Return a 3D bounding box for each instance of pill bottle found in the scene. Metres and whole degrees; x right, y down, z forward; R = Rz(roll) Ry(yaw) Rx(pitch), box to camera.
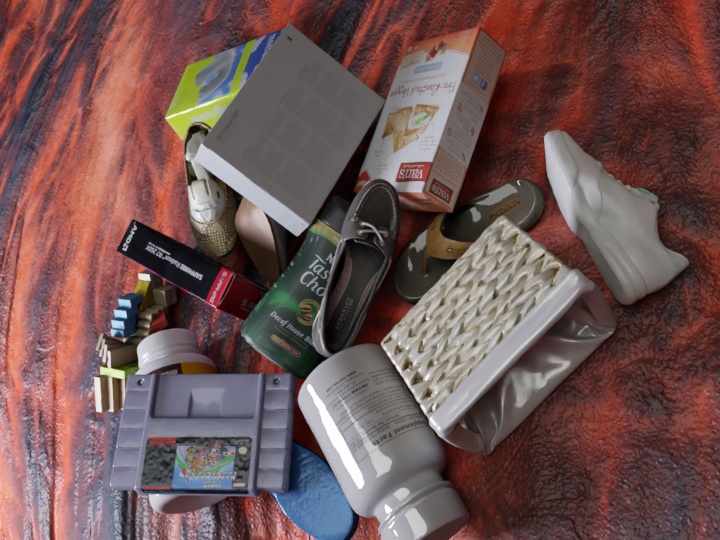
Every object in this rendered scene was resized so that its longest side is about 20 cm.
[{"bbox_3d":[-0.217,0.179,0.905,0.108,0.109,0.204,-28,62,16],"label":"pill bottle"},{"bbox_3d":[0.025,0.188,0.772,0.114,0.114,0.202,-39,60,10],"label":"pill bottle"}]

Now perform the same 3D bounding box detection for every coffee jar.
[{"bbox_3d":[-0.048,0.018,0.875,0.103,0.085,0.202,33,90,-4],"label":"coffee jar"}]

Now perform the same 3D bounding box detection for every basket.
[{"bbox_3d":[0.136,0.065,0.747,0.200,0.135,0.124,-45,55,7],"label":"basket"}]

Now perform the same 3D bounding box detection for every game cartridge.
[{"bbox_3d":[-0.171,0.179,0.820,0.194,0.039,0.133,-2,60,7],"label":"game cartridge"}]

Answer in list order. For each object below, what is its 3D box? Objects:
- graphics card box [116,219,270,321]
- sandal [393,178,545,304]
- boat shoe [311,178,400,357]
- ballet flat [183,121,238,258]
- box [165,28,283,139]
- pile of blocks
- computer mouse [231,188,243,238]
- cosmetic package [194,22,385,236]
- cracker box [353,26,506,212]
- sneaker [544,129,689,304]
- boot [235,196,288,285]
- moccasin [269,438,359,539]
[{"bbox_3d":[-0.201,0.007,0.948,0.197,0.125,0.052,26,86,31],"label":"graphics card box"},{"bbox_3d":[0.116,-0.039,0.838,0.197,0.054,0.083,-31,61,15],"label":"sandal"},{"bbox_3d":[0.000,0.000,0.808,0.065,0.057,0.205,19,93,-10],"label":"boat shoe"},{"bbox_3d":[-0.200,-0.110,0.956,0.069,0.066,0.203,-21,57,5],"label":"ballet flat"},{"bbox_3d":[-0.173,-0.265,1.053,0.196,0.048,0.124,-13,46,24],"label":"box"},{"bbox_3d":[-0.295,0.091,0.993,0.061,0.082,0.205,3,74,28],"label":"pile of blocks"},{"bbox_3d":[-0.150,-0.120,1.013,0.135,0.053,0.204,7,66,27],"label":"computer mouse"},{"bbox_3d":[-0.079,-0.167,0.879,0.202,0.150,0.051,-60,14,-25],"label":"cosmetic package"},{"bbox_3d":[0.079,-0.173,0.875,0.133,0.057,0.205,7,76,54],"label":"cracker box"},{"bbox_3d":[0.261,-0.068,0.772,0.087,0.075,0.203,-25,68,3],"label":"sneaker"},{"bbox_3d":[-0.096,-0.104,0.937,0.069,0.145,0.204,-3,113,43],"label":"boot"},{"bbox_3d":[-0.069,0.226,0.839,0.081,0.068,0.199,-48,58,-5],"label":"moccasin"}]
